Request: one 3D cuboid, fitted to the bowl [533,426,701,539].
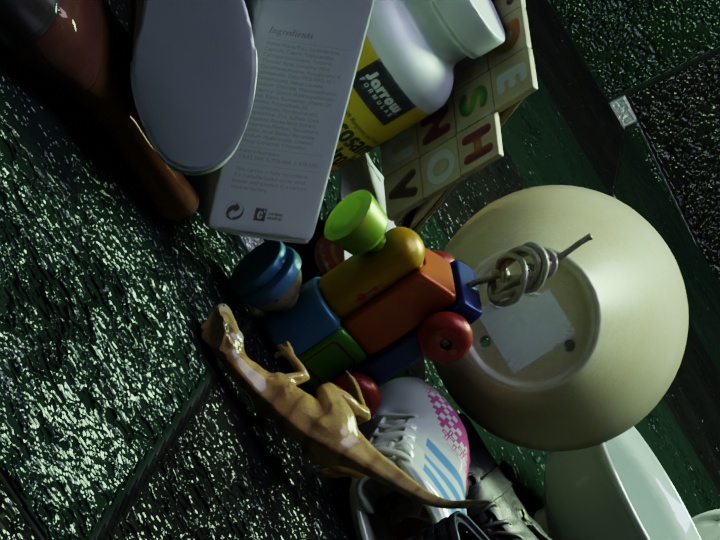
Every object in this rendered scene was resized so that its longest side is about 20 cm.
[{"bbox_3d":[0.194,0.206,1.790,0.201,0.090,0.201,54,16,-23],"label":"bowl"}]

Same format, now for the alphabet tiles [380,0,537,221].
[{"bbox_3d":[0.047,-0.138,1.567,0.008,0.167,0.201,27,46,-40],"label":"alphabet tiles"}]

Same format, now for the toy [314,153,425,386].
[{"bbox_3d":[0.000,0.000,1.614,0.115,0.047,0.201,53,21,-41],"label":"toy"}]

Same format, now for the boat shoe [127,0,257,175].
[{"bbox_3d":[-0.097,-0.148,1.321,0.064,0.070,0.201,110,-24,-77],"label":"boat shoe"}]

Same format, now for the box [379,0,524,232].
[{"bbox_3d":[0.054,-0.153,1.626,0.021,0.164,0.201,11,49,-26],"label":"box"}]

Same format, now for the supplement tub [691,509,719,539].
[{"bbox_3d":[0.330,0.313,1.987,0.200,0.122,0.123,56,15,-15],"label":"supplement tub"}]

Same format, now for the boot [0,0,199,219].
[{"bbox_3d":[-0.150,-0.153,1.350,0.200,0.068,0.189,48,18,-43],"label":"boot"}]

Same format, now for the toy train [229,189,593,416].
[{"bbox_3d":[0.027,-0.006,1.413,0.116,0.200,0.085,47,19,-29],"label":"toy train"}]

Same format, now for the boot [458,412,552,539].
[{"bbox_3d":[0.087,0.179,1.556,0.174,0.069,0.200,55,10,-1],"label":"boot"}]

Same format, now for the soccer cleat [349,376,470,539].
[{"bbox_3d":[0.027,0.122,1.416,0.086,0.070,0.200,50,18,-37],"label":"soccer cleat"}]

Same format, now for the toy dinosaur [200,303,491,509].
[{"bbox_3d":[-0.013,0.096,1.324,0.200,0.061,0.106,34,4,14],"label":"toy dinosaur"}]

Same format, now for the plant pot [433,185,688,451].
[{"bbox_3d":[0.122,0.033,1.556,0.188,0.187,0.200,61,8,5],"label":"plant pot"}]

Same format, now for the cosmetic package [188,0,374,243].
[{"bbox_3d":[-0.048,-0.129,1.372,0.074,0.201,0.102,8,25,-21],"label":"cosmetic package"}]

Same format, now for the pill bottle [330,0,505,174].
[{"bbox_3d":[-0.011,-0.133,1.521,0.112,0.199,0.112,54,16,-22],"label":"pill bottle"}]

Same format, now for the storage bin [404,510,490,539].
[{"bbox_3d":[0.071,0.245,1.283,0.200,0.093,0.136,48,19,-39],"label":"storage bin"}]
